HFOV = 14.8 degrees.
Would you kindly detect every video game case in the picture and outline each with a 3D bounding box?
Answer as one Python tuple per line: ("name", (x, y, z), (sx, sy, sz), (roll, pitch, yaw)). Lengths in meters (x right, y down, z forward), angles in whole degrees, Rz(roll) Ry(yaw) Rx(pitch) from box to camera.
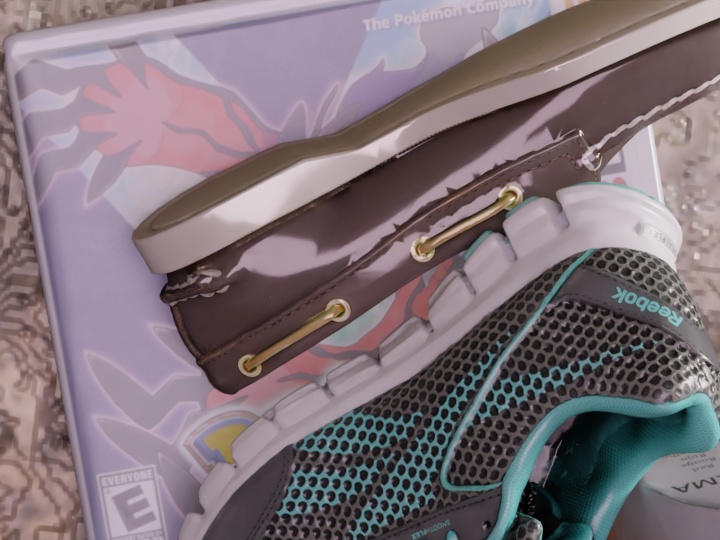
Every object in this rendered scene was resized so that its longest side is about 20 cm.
("video game case", (0.000, 0.000, 0.874), (0.199, 0.023, 0.184), (-10, 94, -5))

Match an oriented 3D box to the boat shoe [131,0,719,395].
("boat shoe", (0.033, -0.028, 0.832), (0.199, 0.072, 0.060), (-25, 102, -1))

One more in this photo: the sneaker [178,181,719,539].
("sneaker", (0.025, 0.066, 0.802), (0.200, 0.091, 0.077), (-45, 134, 18))

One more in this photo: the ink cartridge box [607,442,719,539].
("ink cartridge box", (0.118, 0.140, 0.793), (0.050, 0.200, 0.163), (-12, 104, -4))
